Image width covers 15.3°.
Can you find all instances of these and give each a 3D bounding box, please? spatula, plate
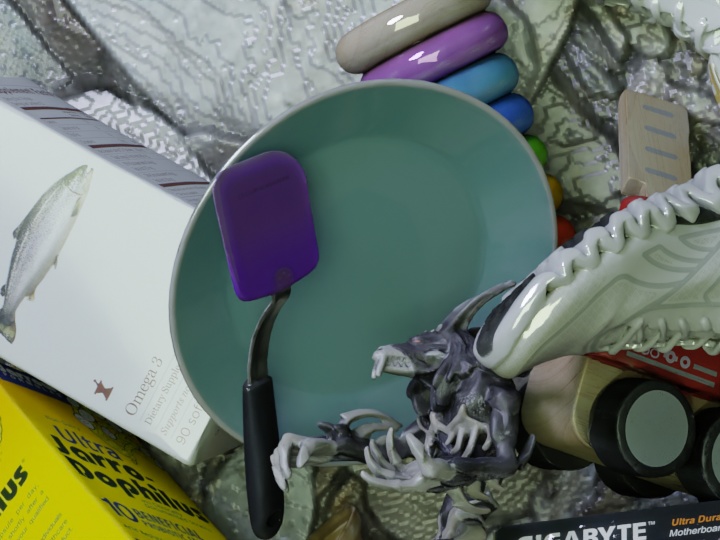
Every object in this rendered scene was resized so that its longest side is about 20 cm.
[{"bbox_3d":[-0.044,0.039,1.252,0.021,0.056,0.200,26,127,37],"label":"spatula"},{"bbox_3d":[0.000,0.000,1.283,0.200,0.026,0.200,-10,116,-21],"label":"plate"}]

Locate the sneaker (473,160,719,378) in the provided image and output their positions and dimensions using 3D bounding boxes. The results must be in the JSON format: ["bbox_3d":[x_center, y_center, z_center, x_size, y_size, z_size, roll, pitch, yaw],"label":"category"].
[{"bbox_3d":[0.140,0.006,1.198,0.200,0.075,0.081,-26,82,-27],"label":"sneaker"}]

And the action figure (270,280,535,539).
[{"bbox_3d":[0.023,0.097,1.232,0.102,0.119,0.200,14,74,-25],"label":"action figure"}]

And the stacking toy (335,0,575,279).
[{"bbox_3d":[0.067,-0.044,1.344,0.085,0.085,0.200,-27,91,11],"label":"stacking toy"}]

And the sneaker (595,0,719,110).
[{"bbox_3d":[0.160,-0.129,1.324,0.200,0.074,0.116,-5,88,10],"label":"sneaker"}]

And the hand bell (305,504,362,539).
[{"bbox_3d":[0.035,0.224,1.366,0.200,0.104,0.104,42,99,-5],"label":"hand bell"}]

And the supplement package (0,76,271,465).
[{"bbox_3d":[-0.131,-0.003,1.362,0.200,0.117,0.117,28,98,9],"label":"supplement package"}]

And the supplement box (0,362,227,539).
[{"bbox_3d":[-0.141,0.148,1.326,0.110,0.109,0.200,-55,46,7],"label":"supplement box"}]

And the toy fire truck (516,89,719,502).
[{"bbox_3d":[0.172,0.016,1.304,0.176,0.129,0.200,19,80,-26],"label":"toy fire truck"}]

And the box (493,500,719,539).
[{"bbox_3d":[0.181,0.159,1.272,0.200,0.159,0.046,-10,60,21],"label":"box"}]
